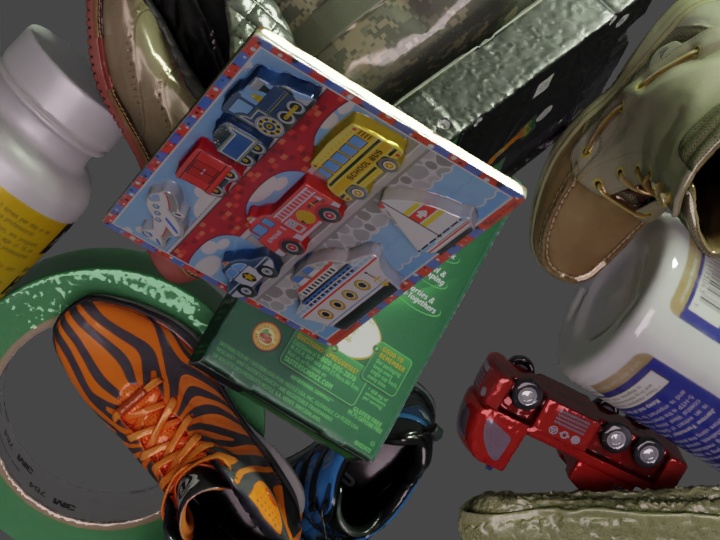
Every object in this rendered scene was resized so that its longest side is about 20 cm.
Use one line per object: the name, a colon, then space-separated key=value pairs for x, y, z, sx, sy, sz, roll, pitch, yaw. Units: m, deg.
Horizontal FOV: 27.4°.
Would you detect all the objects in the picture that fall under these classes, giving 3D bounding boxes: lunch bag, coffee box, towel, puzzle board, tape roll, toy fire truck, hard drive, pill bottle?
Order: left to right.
pill bottle: x=-0.228 y=-0.044 z=0.860 sx=0.111 sy=0.111 sz=0.200 roll=43 pitch=100 yaw=-14
tape roll: x=-0.161 y=0.088 z=0.939 sx=0.200 sy=0.048 sz=0.201 roll=-1 pitch=107 yaw=-4
puzzle board: x=-0.032 y=-0.029 z=0.748 sx=0.151 sy=0.017 sz=0.200 roll=30 pitch=145 yaw=-15
lunch bag: x=-0.017 y=-0.181 z=0.820 sx=0.164 sy=0.118 sz=0.200 roll=-37 pitch=75 yaw=8
coffee box: x=0.000 y=0.000 z=0.884 sx=0.123 sy=0.044 sz=0.200 roll=32 pitch=76 yaw=-13
hard drive: x=0.070 y=-0.083 z=0.819 sx=0.200 sy=0.140 sz=0.038 roll=-39 pitch=75 yaw=-23
toy fire truck: x=0.140 y=0.154 z=0.978 sx=0.200 sy=0.049 sz=0.141 roll=25 pitch=105 yaw=-10
towel: x=0.165 y=0.203 z=0.947 sx=0.200 sy=0.036 sz=0.149 roll=-3 pitch=112 yaw=5
pill bottle: x=0.234 y=0.063 z=0.920 sx=0.200 sy=0.120 sz=0.120 roll=32 pitch=102 yaw=-12

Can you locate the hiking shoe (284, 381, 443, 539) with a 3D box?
hiking shoe: x=-0.026 y=0.153 z=0.946 sx=0.074 sy=0.087 sz=0.200 roll=35 pitch=102 yaw=-13

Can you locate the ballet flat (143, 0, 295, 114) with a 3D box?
ballet flat: x=-0.094 y=-0.160 z=0.750 sx=0.066 sy=0.057 sz=0.200 roll=-39 pitch=79 yaw=23

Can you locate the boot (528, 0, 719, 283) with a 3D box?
boot: x=0.168 y=-0.046 z=0.824 sx=0.072 sy=0.155 sz=0.200 roll=24 pitch=117 yaw=-18

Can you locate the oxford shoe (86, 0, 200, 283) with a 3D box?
oxford shoe: x=-0.094 y=-0.092 z=0.825 sx=0.075 sy=0.070 sz=0.200 roll=-5 pitch=112 yaw=28

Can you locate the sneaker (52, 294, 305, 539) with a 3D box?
sneaker: x=-0.104 y=0.098 z=0.857 sx=0.078 sy=0.112 sz=0.200 roll=-44 pitch=98 yaw=7
